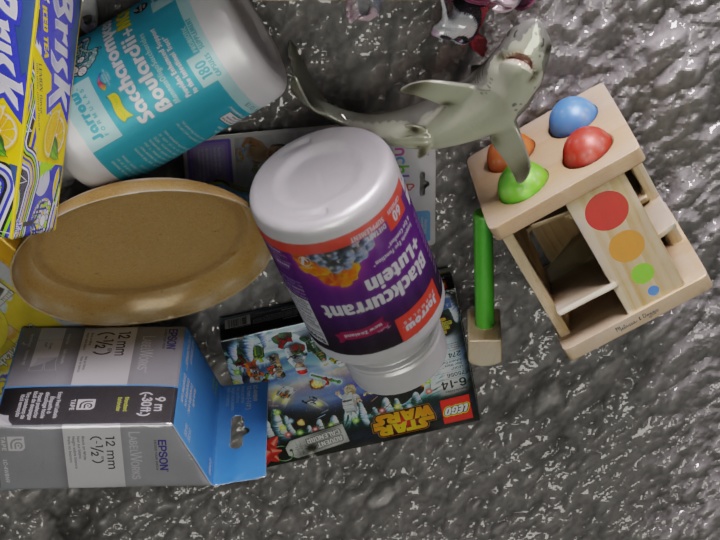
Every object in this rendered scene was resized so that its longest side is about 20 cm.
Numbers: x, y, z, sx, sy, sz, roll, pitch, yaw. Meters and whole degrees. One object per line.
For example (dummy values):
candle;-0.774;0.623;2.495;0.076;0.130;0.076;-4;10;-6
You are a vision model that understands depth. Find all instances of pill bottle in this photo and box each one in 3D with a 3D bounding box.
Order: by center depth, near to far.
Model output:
pill bottle;-0.162;-0.130;1.117;0.200;0.111;0.111;-30;118;10
pill bottle;0.000;0.000;1.155;0.111;0.112;0.200;-20;132;5

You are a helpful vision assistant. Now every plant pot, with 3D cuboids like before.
plant pot;-0.166;-0.016;1.165;0.200;0.028;0.200;-9;152;-5

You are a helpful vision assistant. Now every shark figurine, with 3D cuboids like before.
shark figurine;0.054;-0.130;1.136;0.214;0.090;0.128;-5;132;26

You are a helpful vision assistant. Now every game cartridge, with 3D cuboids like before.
game cartridge;-0.286;0.067;1.260;0.176;0.032;0.200;-41;114;16

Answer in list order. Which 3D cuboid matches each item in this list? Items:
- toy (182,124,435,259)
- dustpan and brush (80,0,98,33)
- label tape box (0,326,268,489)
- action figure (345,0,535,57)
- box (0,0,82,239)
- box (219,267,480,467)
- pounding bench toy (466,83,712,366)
toy;-0.037;-0.053;1.210;0.199;0.047;0.115;-4;121;-4
dustpan and brush;-0.212;-0.259;1.080;0.139;0.057;0.200;-16;114;-11
label tape box;-0.173;0.103;1.189;0.199;0.143;0.066;-2;118;-1
action figure;0.071;-0.244;1.098;0.134;0.149;0.200;14;141;19
box;-0.237;-0.126;1.040;0.064;0.070;0.201;10;99;14
box;-0.007;0.084;1.295;0.199;0.040;0.137;-13;121;1
pounding bench toy;0.140;-0.027;1.200;0.200;0.124;0.156;-29;118;10
